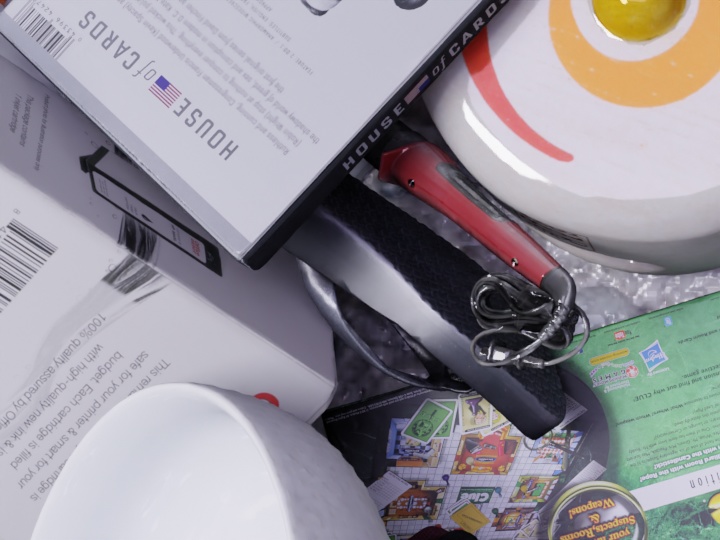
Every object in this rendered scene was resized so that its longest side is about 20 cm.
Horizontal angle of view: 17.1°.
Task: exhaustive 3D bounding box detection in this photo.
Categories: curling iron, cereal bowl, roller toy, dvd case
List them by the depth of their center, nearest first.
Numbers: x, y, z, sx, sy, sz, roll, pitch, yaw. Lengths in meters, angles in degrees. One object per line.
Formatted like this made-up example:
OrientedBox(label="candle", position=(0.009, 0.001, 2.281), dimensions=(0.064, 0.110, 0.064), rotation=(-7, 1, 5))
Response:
OrientedBox(label="cereal bowl", position=(-0.047, 0.144, 0.871), dimensions=(0.200, 0.083, 0.200), rotation=(-19, 66, 51))
OrientedBox(label="dvd case", position=(-0.024, -0.120, 0.908), dimensions=(0.200, 0.025, 0.150), rotation=(-47, 67, 0))
OrientedBox(label="curling iron", position=(0.017, -0.032, 0.934), dimensions=(0.050, 0.026, 0.200), rotation=(-51, 60, 16))
OrientedBox(label="roller toy", position=(0.116, -0.092, 0.945), dimensions=(0.182, 0.140, 0.200), rotation=(-21, 79, 9))

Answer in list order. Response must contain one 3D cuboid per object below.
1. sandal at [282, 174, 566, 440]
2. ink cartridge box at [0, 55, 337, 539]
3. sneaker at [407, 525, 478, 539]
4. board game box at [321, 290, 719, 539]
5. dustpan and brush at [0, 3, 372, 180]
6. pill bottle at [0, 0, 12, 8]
OrientedBox(label="sandal", position=(0.000, 0.000, 0.959), dimensions=(0.200, 0.076, 0.043), rotation=(39, 111, -2))
OrientedBox(label="ink cartridge box", position=(-0.129, 0.020, 0.942), dimensions=(0.200, 0.084, 0.146), rotation=(35, 115, -23))
OrientedBox(label="sneaker", position=(0.078, 0.147, 0.929), dimensions=(0.200, 0.076, 0.116), rotation=(-12, 117, 10))
OrientedBox(label="board game box", position=(0.092, 0.080, 0.986), dimensions=(0.200, 0.023, 0.105), rotation=(-17, 77, 10))
OrientedBox(label="dustpan and brush", position=(-0.103, -0.061, 0.987), dimensions=(0.140, 0.200, 0.057), rotation=(-50, 42, 2))
OrientedBox(label="pill bottle", position=(-0.123, -0.183, 1.021), dimensions=(0.114, 0.114, 0.200), rotation=(34, 90, 14))
